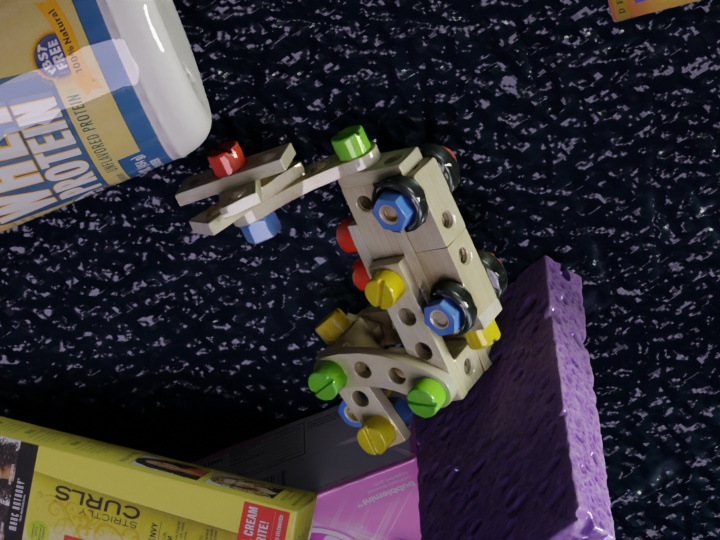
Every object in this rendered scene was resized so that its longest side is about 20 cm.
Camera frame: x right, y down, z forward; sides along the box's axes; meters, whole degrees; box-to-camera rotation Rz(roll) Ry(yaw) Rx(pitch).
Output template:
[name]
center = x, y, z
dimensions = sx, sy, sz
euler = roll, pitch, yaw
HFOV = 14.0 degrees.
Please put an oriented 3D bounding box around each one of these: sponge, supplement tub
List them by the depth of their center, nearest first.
[supplement tub]
center = -0.182, -0.087, 1.332
dimensions = 0.199, 0.145, 0.145
euler = -22, 130, 2
[sponge]
center = 0.075, 0.092, 1.502
dimensions = 0.030, 0.201, 0.112
euler = 33, 122, -26

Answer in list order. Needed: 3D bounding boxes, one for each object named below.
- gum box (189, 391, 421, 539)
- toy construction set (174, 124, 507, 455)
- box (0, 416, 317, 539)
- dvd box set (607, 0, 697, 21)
[gum box]
center = -0.034, 0.151, 1.636
dimensions = 0.199, 0.066, 0.114
euler = -21, 128, 16
[toy construction set]
center = 0.000, 0.000, 1.498
dimensions = 0.131, 0.092, 0.200
euler = -9, 129, 39
[box]
center = -0.128, 0.134, 1.570
dimensions = 0.199, 0.050, 0.076
euler = 14, 99, 11
[dvd box set]
center = 0.197, -0.200, 1.360
dimensions = 0.199, 0.029, 0.147
euler = -14, 132, 8
